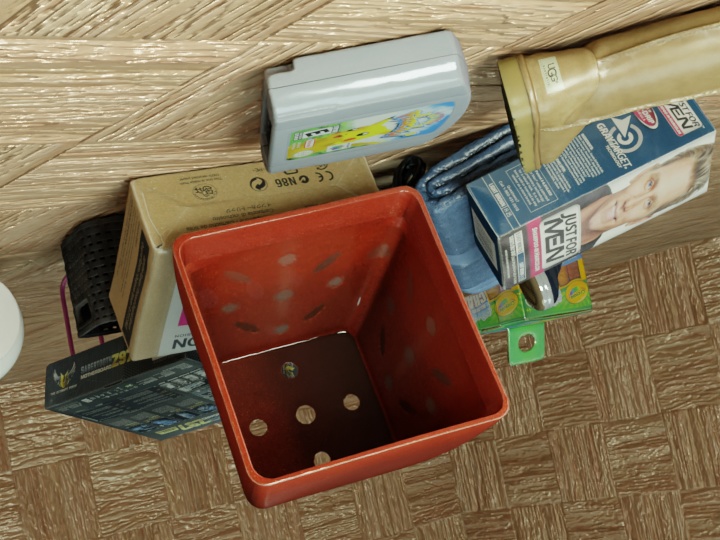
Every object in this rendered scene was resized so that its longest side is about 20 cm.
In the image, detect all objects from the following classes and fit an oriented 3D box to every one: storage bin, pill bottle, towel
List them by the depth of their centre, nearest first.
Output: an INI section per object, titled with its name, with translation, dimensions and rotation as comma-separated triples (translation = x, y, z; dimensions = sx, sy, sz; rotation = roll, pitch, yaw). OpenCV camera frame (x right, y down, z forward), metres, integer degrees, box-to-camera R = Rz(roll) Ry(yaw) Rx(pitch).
[towel]
translation = 0.113, -0.049, 1.215
dimensions = 0.111, 0.049, 0.200
rotation = -28, 153, 2
[storage bin]
translation = -0.165, -0.004, 1.263
dimensions = 0.199, 0.094, 0.135
rotation = -9, 174, -23
[pill bottle]
translation = -0.389, 0.062, 1.308
dimensions = 0.119, 0.120, 0.200
rotation = -10, 175, -25

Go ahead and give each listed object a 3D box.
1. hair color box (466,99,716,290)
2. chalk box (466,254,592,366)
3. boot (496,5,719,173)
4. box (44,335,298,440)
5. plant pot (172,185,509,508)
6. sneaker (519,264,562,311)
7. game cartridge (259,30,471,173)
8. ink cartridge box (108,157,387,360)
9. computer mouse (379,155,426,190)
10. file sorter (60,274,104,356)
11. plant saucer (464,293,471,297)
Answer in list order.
[hair color box]
translation = 0.192, -0.069, 1.132
dimensions = 0.200, 0.061, 0.100
rotation = -27, 152, -4
[chalk box]
translation = 0.191, 0.012, 1.656
dimensions = 0.124, 0.201, 0.124
rotation = -8, 173, -40
[boot]
translation = 0.199, -0.127, 0.934
dimensions = 0.199, 0.066, 0.175
rotation = -14, 175, 6
[box]
translation = -0.179, 0.106, 1.304
dimensions = 0.200, 0.051, 0.158
rotation = -20, 150, 35
[plant pot]
translation = -0.031, 0.081, 1.056
dimensions = 0.199, 0.200, 0.176
rotation = -13, 155, -19
[sneaker]
translation = 0.204, -0.042, 1.426
dimensions = 0.108, 0.070, 0.200
rotation = -15, -142, 0
[game cartridge]
translation = 0.002, -0.105, 0.881
dimensions = 0.133, 0.041, 0.200
rotation = -15, 175, -6
[ink cartridge box]
translation = -0.095, -0.012, 1.120
dimensions = 0.199, 0.075, 0.165
rotation = -10, 148, -23
[computer mouse]
translation = -0.016, -0.047, 1.247
dimensions = 0.044, 0.110, 0.200
rotation = 35, 155, -29
[file sorter]
translation = -0.214, 0.051, 1.501
dimensions = 0.125, 0.139, 0.200
rotation = -15, 174, 42
[plant saucer]
translation = 0.051, -0.002, 1.528
dimensions = 0.200, 0.037, 0.200
rotation = -5, -165, 1
